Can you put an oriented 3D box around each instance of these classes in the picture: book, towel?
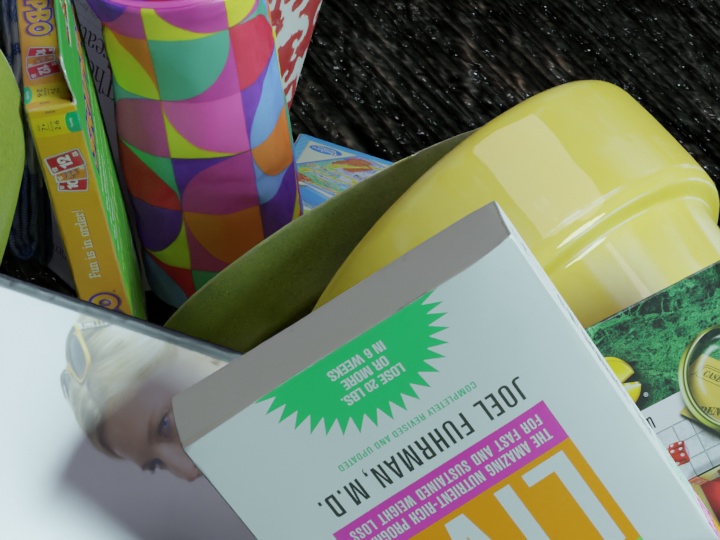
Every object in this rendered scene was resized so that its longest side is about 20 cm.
[{"bbox_3d":[0.043,0.084,0.998,0.200,0.133,0.048,53,10,-31],"label":"book"},{"bbox_3d":[-0.171,-0.110,1.302,0.024,0.201,0.147,-5,12,-18],"label":"towel"}]

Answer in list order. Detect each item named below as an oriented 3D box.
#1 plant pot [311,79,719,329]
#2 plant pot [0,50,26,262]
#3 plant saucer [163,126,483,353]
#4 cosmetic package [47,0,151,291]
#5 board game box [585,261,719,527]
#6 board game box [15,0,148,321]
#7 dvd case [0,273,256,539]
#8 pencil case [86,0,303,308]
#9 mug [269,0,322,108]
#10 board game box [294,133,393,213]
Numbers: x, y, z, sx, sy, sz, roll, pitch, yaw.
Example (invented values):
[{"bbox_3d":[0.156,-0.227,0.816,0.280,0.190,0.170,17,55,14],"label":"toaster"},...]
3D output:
[{"bbox_3d":[0.103,0.055,1.189,0.189,0.201,0.200,45,37,20],"label":"plant pot"},{"bbox_3d":[-0.217,0.007,1.063,0.186,0.188,0.201,8,36,-14],"label":"plant pot"},{"bbox_3d":[0.000,0.000,1.260,0.200,0.200,0.031,-19,74,-48],"label":"plant saucer"},{"bbox_3d":[-0.157,-0.100,1.382,0.051,0.152,0.200,-12,36,-39],"label":"cosmetic package"},{"bbox_3d":[0.086,0.081,1.085,0.105,0.199,0.023,63,6,6],"label":"board game box"},{"bbox_3d":[-0.119,-0.040,1.220,0.030,0.201,0.096,-9,44,-2],"label":"board game box"},{"bbox_3d":[-0.098,0.082,0.993,0.199,0.144,0.018,19,-21,-26],"label":"dvd case"},{"bbox_3d":[-0.073,-0.072,1.261,0.088,0.201,0.089,-5,43,4],"label":"pencil case"},{"bbox_3d":[-0.082,-0.152,1.467,0.133,0.201,0.178,6,27,-16],"label":"mug"},{"bbox_3d":[0.044,-0.002,1.425,0.199,0.034,0.135,18,26,6],"label":"board game box"}]
